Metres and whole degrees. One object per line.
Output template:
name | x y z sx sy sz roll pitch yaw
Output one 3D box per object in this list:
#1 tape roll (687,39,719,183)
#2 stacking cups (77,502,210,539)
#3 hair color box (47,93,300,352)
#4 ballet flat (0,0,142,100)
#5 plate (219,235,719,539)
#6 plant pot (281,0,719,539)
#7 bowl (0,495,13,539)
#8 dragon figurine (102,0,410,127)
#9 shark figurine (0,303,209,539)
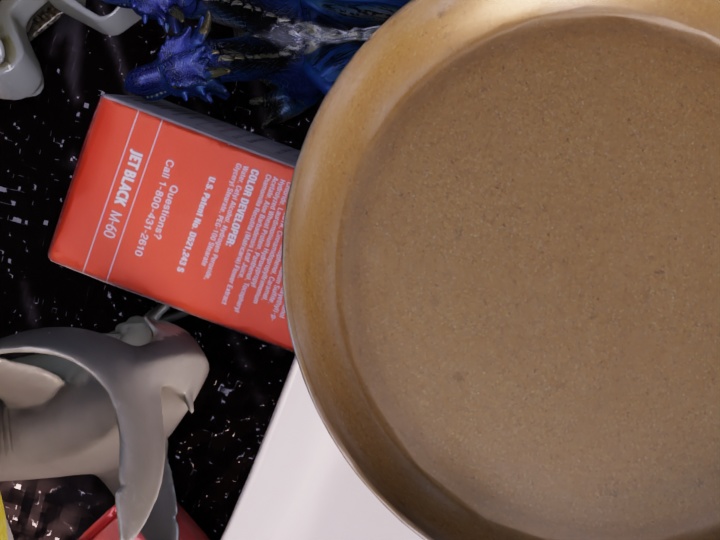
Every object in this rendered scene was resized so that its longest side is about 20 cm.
tape roll | 0.203 -0.026 0.756 0.201 0.139 0.205 0 90 3
stacking cups | -0.025 0.162 0.814 0.060 0.061 0.200 -40 89 3
hair color box | 0.000 0.000 0.783 0.199 0.111 0.064 19 95 2
ballet flat | -0.113 -0.109 0.803 0.199 0.068 0.076 -35 67 1
plate | 0.054 0.102 0.732 0.199 0.032 0.201 25 120 3
plant pot | 0.075 0.000 0.662 0.198 0.027 0.202 1 78 -3
bowl | -0.170 0.097 0.678 0.199 0.107 0.202 -6 79 35
dragon figurine | 0.007 -0.084 0.784 0.198 0.099 0.059 -2 91 -3
shark figurine | -0.080 0.058 0.758 0.127 0.214 0.090 -18 90 -28
